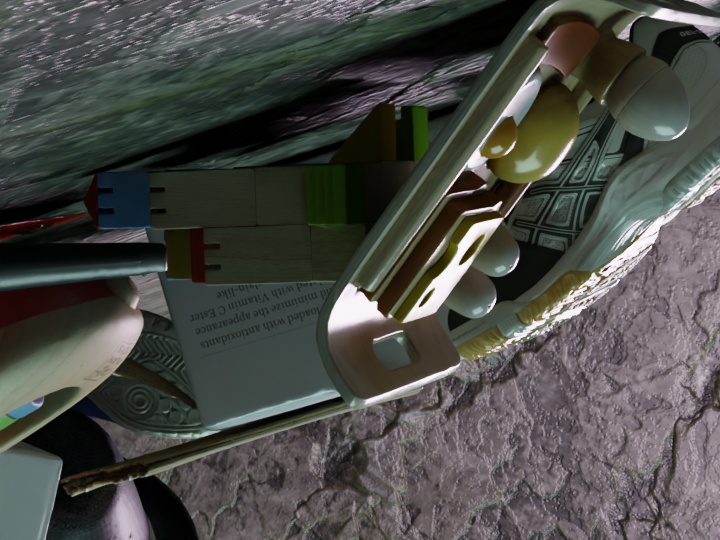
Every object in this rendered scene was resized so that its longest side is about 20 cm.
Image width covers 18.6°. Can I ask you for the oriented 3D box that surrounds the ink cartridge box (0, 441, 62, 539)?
[{"bbox_3d":[-0.279,0.111,1.206,0.144,0.085,0.199,15,178,-38],"label":"ink cartridge box"}]

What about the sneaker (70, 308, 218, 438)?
[{"bbox_3d":[-0.172,0.055,1.374,0.199,0.077,0.111,12,178,-3],"label":"sneaker"}]

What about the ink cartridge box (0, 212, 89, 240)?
[{"bbox_3d":[-0.242,0.023,1.052,0.199,0.048,0.160,-16,179,27],"label":"ink cartridge box"}]

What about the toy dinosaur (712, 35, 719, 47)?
[{"bbox_3d":[0.265,-0.113,1.105,0.135,0.103,0.200,5,-172,-36],"label":"toy dinosaur"}]

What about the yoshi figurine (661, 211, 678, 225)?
[{"bbox_3d":[0.135,-0.060,1.181,0.112,0.113,0.200,-24,180,11],"label":"yoshi figurine"}]

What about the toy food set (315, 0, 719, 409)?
[{"bbox_3d":[0.070,-0.031,0.906,0.200,0.060,0.143,-55,166,16],"label":"toy food set"}]

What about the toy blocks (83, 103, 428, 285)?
[{"bbox_3d":[-0.039,-0.023,1.019,0.136,0.101,0.200,-1,-178,18],"label":"toy blocks"}]

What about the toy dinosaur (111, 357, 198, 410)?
[{"bbox_3d":[-0.177,0.041,1.179,0.199,0.059,0.101,16,-160,-2],"label":"toy dinosaur"}]

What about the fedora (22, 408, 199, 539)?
[{"bbox_3d":[-0.191,0.137,1.304,0.199,0.092,0.201,1,-145,-1],"label":"fedora"}]

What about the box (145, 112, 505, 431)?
[{"bbox_3d":[0.000,0.000,1.278,0.198,0.132,0.200,-17,178,6],"label":"box"}]

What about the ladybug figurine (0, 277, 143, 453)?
[{"bbox_3d":[-0.194,0.051,1.047,0.199,0.072,0.136,-31,171,4],"label":"ladybug figurine"}]

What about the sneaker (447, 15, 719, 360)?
[{"bbox_3d":[0.105,-0.041,1.051,0.200,0.088,0.076,-44,167,25],"label":"sneaker"}]

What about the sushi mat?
[{"bbox_3d":[-0.065,0.094,1.263,0.199,0.012,0.095,-15,178,-37],"label":"sushi mat"}]

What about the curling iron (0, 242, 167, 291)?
[{"bbox_3d":[-0.179,0.009,0.926,0.199,0.050,0.026,-7,143,-16],"label":"curling iron"}]
